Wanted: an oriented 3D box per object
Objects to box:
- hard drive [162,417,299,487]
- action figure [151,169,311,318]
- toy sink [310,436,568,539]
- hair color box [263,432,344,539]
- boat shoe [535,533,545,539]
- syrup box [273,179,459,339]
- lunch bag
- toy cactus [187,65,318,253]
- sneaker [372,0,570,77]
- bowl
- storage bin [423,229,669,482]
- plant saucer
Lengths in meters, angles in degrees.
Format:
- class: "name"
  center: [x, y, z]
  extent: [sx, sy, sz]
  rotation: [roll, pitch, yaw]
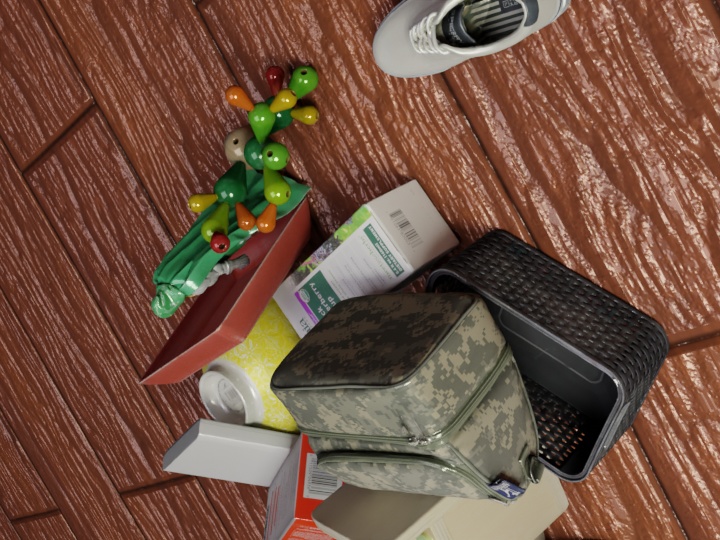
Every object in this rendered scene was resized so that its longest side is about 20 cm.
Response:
- class: "hard drive"
  center: [-0.117, 0.222, 1.191]
  extent: [0.132, 0.199, 0.027]
  rotation: [-44, 39, 50]
- class: "action figure"
  center: [-0.150, -0.027, 1.047]
  extent: [0.118, 0.200, 0.055]
  rotation: [14, 142, 39]
- class: "toy sink"
  center: [0.077, 0.234, 0.968]
  extent: [0.130, 0.200, 0.112]
  rotation: [6, 126, 57]
- class: "hair color box"
  center: [-0.063, 0.265, 1.138]
  extent: [0.061, 0.102, 0.200]
  rotation: [11, 149, -12]
- class: "boat shoe"
  center: [0.169, 0.326, 1.059]
  extent: [0.057, 0.067, 0.201]
  rotation: [-6, 113, 29]
- class: "syrup box"
  center: [0.000, 0.000, 1.013]
  extent: [0.079, 0.081, 0.200]
  rotation: [55, 137, 6]
- class: "lunch bag"
  center: [0.046, 0.121, 0.874]
  extent: [0.199, 0.139, 0.168]
  rotation: [-7, 123, 45]
- class: "toy cactus"
  center: [-0.116, -0.120, 1.016]
  extent: [0.201, 0.102, 0.165]
  rotation: [-69, 22, 4]
- class: "sneaker"
  center: [0.074, -0.204, 0.830]
  extent: [0.200, 0.071, 0.073]
  rotation: [-14, 104, 46]
- class: "bowl"
  center: [-0.124, 0.129, 1.186]
  extent: [0.200, 0.108, 0.201]
  rotation: [22, 127, 32]
- class: "storage bin"
  center: [0.155, 0.073, 0.906]
  extent: [0.200, 0.094, 0.136]
  rotation: [33, 132, 23]
- class: "plant saucer"
  center: [-0.137, 0.032, 1.086]
  extent: [0.037, 0.200, 0.199]
  rotation: [41, 141, -14]
